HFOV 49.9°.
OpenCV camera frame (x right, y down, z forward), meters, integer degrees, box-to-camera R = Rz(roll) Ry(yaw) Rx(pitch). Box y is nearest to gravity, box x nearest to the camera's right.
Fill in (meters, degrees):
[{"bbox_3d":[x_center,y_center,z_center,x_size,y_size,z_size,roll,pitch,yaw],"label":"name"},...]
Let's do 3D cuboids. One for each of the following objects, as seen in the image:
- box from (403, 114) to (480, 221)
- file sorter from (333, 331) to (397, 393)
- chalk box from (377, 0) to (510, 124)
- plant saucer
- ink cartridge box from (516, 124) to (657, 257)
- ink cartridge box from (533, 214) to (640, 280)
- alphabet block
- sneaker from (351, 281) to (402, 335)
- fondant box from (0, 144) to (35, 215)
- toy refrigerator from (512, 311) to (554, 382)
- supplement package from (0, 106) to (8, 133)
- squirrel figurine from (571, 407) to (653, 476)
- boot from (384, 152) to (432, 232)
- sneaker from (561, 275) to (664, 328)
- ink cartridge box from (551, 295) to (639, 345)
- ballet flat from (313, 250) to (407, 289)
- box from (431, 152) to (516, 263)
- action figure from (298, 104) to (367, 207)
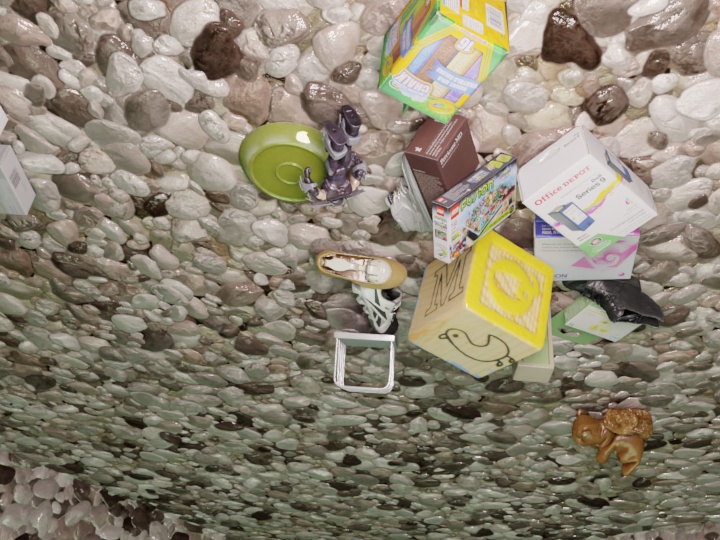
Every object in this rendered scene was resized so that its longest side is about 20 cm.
[{"bbox_3d":[0.152,-0.164,1.319,0.074,0.101,0.201,20,155,35],"label":"box"},{"bbox_3d":[0.013,0.217,1.795,0.137,0.126,0.200,3,169,5],"label":"file sorter"},{"bbox_3d":[0.105,-0.311,1.117,0.123,0.126,0.200,22,140,-22],"label":"chalk box"},{"bbox_3d":[-0.125,-0.185,1.404,0.197,0.031,0.201,4,145,3],"label":"plant saucer"},{"bbox_3d":[0.389,-0.133,1.335,0.199,0.088,0.145,34,128,-27],"label":"ink cartridge box"},{"bbox_3d":[0.434,-0.051,1.498,0.194,0.044,0.201,-2,145,11],"label":"ink cartridge box"},{"bbox_3d":[0.237,0.066,1.524,0.194,0.198,0.200,27,146,-17],"label":"alphabet block"},{"bbox_3d":[0.058,0.079,1.703,0.087,0.075,0.200,-9,142,23],"label":"sneaker"},{"bbox_3d":[-0.749,-0.178,1.483,0.197,0.059,0.145,5,144,4],"label":"fondant box"},{"bbox_3d":[0.357,0.126,1.616,0.075,0.202,0.070,5,144,3],"label":"toy refrigerator"},{"bbox_3d":[-0.734,-0.259,1.313,0.197,0.122,0.120,2,144,6],"label":"supplement package"},{"bbox_3d":[0.669,0.423,2.066,0.185,0.142,0.201,23,128,-6],"label":"squirrel figurine"},{"bbox_3d":[0.086,-0.137,1.405,0.094,0.074,0.201,-6,138,22],"label":"boot"},{"bbox_3d":[0.514,0.059,1.581,0.197,0.105,0.060,7,145,-1],"label":"sneaker"},{"bbox_3d":[0.510,0.121,1.720,0.144,0.048,0.200,19,140,-18],"label":"ink cartridge box"},{"bbox_3d":[0.000,0.000,1.599,0.197,0.070,0.063,7,178,-1],"label":"ballet flat"},{"bbox_3d":[0.195,-0.109,1.312,0.035,0.199,0.111,25,137,36],"label":"box"},{"bbox_3d":[-0.039,-0.180,1.336,0.129,0.069,0.201,-29,152,-29],"label":"action figure"}]
